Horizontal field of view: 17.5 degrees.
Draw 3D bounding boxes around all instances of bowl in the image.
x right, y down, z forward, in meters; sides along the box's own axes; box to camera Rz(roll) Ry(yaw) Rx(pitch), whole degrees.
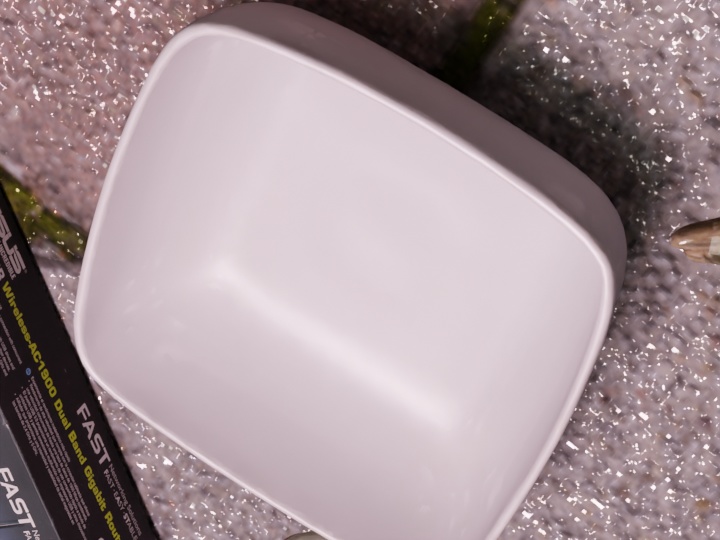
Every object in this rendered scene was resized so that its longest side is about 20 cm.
[{"bbox_3d":[0.000,0.000,0.898,0.199,0.075,0.201,31,130,8],"label":"bowl"}]

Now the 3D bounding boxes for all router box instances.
[{"bbox_3d":[-0.198,0.065,1.056,0.149,0.062,0.201,-8,115,31],"label":"router box"}]

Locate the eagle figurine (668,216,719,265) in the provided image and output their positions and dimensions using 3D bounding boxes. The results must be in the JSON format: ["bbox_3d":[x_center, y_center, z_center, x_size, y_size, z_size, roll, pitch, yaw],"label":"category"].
[{"bbox_3d":[0.183,0.032,0.805,0.200,0.151,0.152,49,-179,-45],"label":"eagle figurine"}]

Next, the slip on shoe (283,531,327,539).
[{"bbox_3d":[-0.003,0.203,1.035,0.061,0.074,0.201,-4,122,34],"label":"slip on shoe"}]
